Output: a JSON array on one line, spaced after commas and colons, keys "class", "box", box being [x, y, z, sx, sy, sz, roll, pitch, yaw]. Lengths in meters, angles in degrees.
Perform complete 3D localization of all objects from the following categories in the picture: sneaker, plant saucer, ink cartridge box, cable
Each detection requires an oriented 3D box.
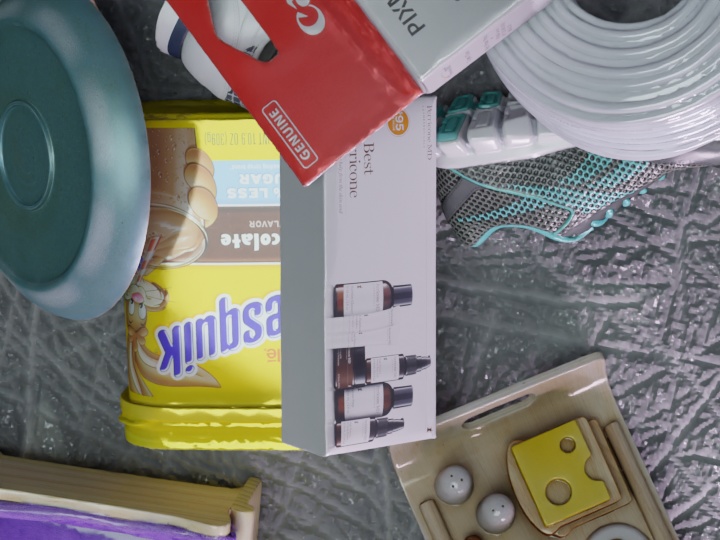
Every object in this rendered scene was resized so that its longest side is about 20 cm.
[{"class": "sneaker", "box": [0.135, -0.060, 1.218, 0.199, 0.078, 0.092, -3, 118, 13]}, {"class": "plant saucer", "box": [-0.187, -0.068, 1.211, 0.200, 0.027, 0.201, 15, 109, 50]}, {"class": "ink cartridge box", "box": [-0.021, -0.177, 1.121, 0.176, 0.045, 0.200, -38, 81, 2]}, {"class": "sneaker", "box": [-0.032, -0.187, 1.188, 0.080, 0.076, 0.200, 36, 97, 11]}, {"class": "cable", "box": [0.156, -0.165, 1.143, 0.199, 0.069, 0.201, -25, 71, 12]}]

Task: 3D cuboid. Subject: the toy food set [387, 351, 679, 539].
[{"class": "toy food set", "box": [0.119, 0.164, 1.225, 0.143, 0.060, 0.201, -22, 77, -5]}]

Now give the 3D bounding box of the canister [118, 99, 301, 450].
[{"class": "canister", "box": [-0.074, 0.000, 1.248, 0.148, 0.087, 0.201, 0, 102, 8]}]

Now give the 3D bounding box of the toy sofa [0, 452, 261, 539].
[{"class": "toy sofa", "box": [-0.165, 0.169, 1.295, 0.199, 0.098, 0.083, 7, 104, 6]}]

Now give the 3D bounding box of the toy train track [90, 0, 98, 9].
[{"class": "toy train track", "box": [-0.170, -0.078, 1.255, 0.032, 0.115, 0.201, -6, 121, -27]}]

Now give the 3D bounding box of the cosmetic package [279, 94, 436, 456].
[{"class": "cosmetic package", "box": [0.000, 0.000, 1.188, 0.051, 0.082, 0.201, 10, 103, 52]}]
